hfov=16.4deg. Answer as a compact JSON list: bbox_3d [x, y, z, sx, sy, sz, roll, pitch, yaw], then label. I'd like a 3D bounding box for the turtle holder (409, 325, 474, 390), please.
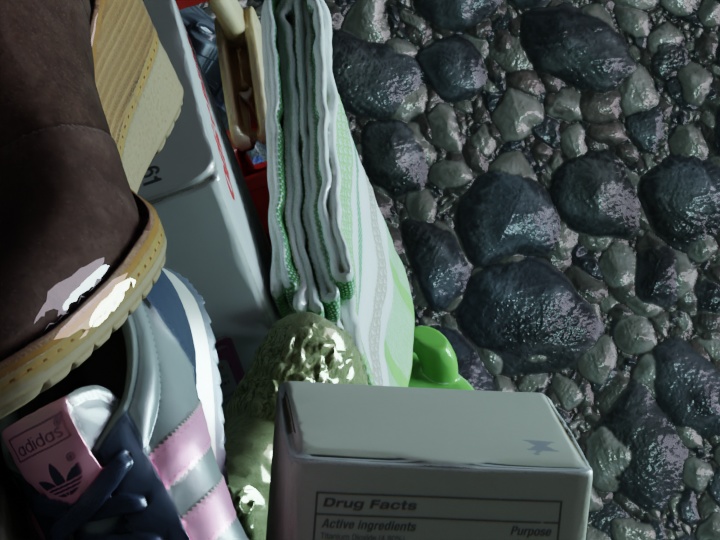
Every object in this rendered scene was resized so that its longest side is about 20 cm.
[{"bbox_3d":[0.014,0.112,1.358,0.141,0.185,0.132,-112,-164,-46],"label":"turtle holder"}]

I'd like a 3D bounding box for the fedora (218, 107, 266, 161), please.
[{"bbox_3d":[-0.095,-0.076,1.429,0.201,0.091,0.201,-19,90,-90],"label":"fedora"}]

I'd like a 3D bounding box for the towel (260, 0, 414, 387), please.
[{"bbox_3d":[0.000,0.000,0.968,0.200,0.031,0.149,68,16,-56],"label":"towel"}]

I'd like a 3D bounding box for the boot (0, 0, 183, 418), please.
[{"bbox_3d":[-0.120,-0.064,0.648,0.166,0.072,0.200,52,23,-22],"label":"boot"}]

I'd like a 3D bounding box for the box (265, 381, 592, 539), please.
[{"bbox_3d":[0.013,0.141,0.780,0.078,0.095,0.200,-110,-155,-75],"label":"box"}]

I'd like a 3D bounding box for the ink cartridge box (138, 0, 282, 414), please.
[{"bbox_3d":[-0.073,0.008,0.932,0.145,0.085,0.200,-109,180,-50],"label":"ink cartridge box"}]

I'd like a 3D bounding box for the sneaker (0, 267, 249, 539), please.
[{"bbox_3d":[-0.069,0.076,0.706,0.082,0.070,0.200,35,30,-57],"label":"sneaker"}]

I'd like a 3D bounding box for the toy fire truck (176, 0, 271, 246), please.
[{"bbox_3d":[-0.045,-0.068,1.075,0.200,0.049,0.141,43,30,-78],"label":"toy fire truck"}]

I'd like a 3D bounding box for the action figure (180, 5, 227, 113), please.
[{"bbox_3d":[-0.093,-0.151,1.155,0.200,0.105,0.193,39,11,13],"label":"action figure"}]

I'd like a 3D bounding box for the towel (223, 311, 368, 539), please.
[{"bbox_3d":[-0.022,0.126,0.872,0.148,0.036,0.200,-59,146,-34],"label":"towel"}]

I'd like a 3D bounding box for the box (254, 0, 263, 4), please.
[{"bbox_3d":[-0.021,-0.237,1.101,0.079,0.141,0.200,10,65,-71],"label":"box"}]
